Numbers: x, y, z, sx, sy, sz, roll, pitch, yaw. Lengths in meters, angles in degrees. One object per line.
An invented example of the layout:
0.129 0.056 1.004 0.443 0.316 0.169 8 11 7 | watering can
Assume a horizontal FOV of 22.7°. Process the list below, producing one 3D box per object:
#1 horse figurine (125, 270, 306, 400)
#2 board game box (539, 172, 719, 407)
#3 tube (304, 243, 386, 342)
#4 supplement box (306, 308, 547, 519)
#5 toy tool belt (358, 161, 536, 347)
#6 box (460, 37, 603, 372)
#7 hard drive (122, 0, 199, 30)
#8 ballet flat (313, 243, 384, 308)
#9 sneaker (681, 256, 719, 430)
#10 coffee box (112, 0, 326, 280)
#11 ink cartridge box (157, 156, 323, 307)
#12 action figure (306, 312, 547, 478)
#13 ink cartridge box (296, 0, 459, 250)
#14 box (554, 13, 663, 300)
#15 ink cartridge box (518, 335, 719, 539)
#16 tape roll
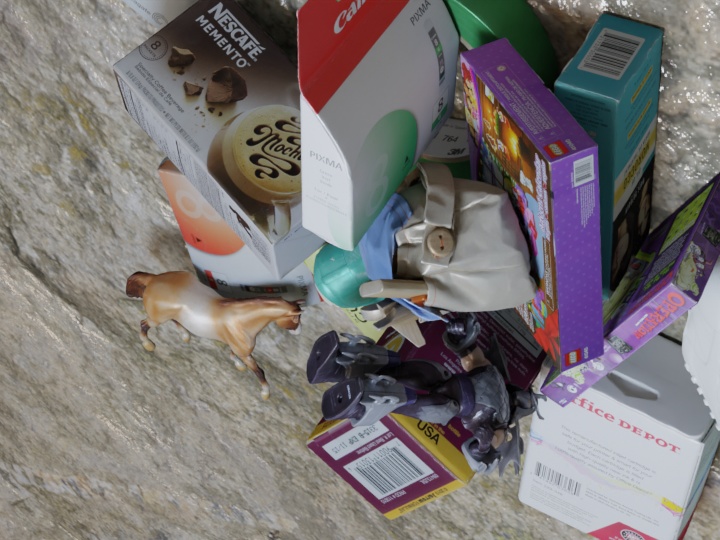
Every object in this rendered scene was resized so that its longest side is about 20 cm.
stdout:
-0.146 0.045 1.671 0.199 0.050 0.133 24 146 15 | horse figurine
0.210 0.016 1.338 0.032 0.120 0.200 38 146 -2 | board game box
-0.003 0.019 1.566 0.058 0.052 0.200 -25 121 34 | tube
0.067 0.088 1.475 0.103 0.200 0.131 42 145 -8 | supplement box
0.038 -0.011 1.300 0.200 0.122 0.126 -169 59 -77 | toy tool belt
0.122 -0.044 1.266 0.137 0.039 0.201 -122 17 -45 | box
-0.159 -0.277 1.405 0.132 0.027 0.200 39 146 -2 | hard drive
0.000 0.000 1.465 0.070 0.200 0.068 -25 84 10 | ballet flat
0.289 0.086 1.348 0.080 0.076 0.202 -9 92 45 | sneaker
-0.087 -0.109 1.401 0.200 0.113 0.080 48 167 17 | coffee box
-0.074 -0.025 1.604 0.199 0.050 0.163 17 141 32 | ink cartridge box
0.062 0.092 1.350 0.199 0.131 0.069 8 138 -30 | action figure
0.015 -0.137 1.210 0.050 0.161 0.201 24 143 16 | ink cartridge box
0.176 -0.078 1.290 0.049 0.082 0.201 19 142 22 | box
0.221 0.142 1.503 0.147 0.086 0.201 26 143 17 | ink cartridge box
0.050 -0.153 1.344 0.199 0.048 0.201 24 143 19 | tape roll
